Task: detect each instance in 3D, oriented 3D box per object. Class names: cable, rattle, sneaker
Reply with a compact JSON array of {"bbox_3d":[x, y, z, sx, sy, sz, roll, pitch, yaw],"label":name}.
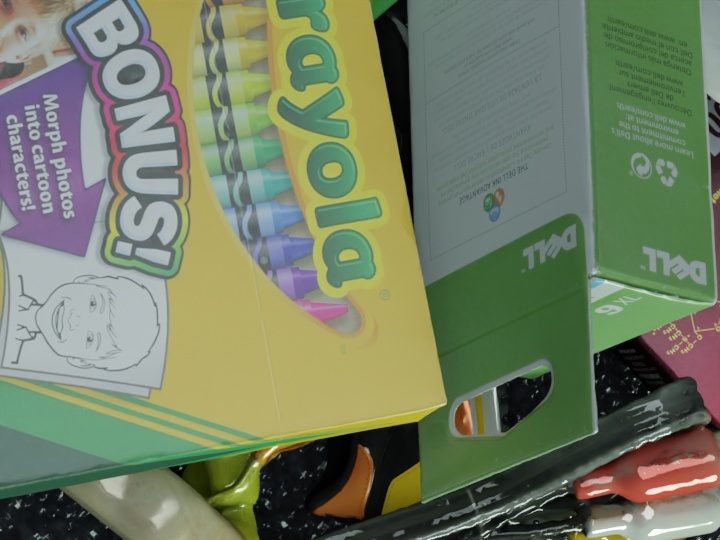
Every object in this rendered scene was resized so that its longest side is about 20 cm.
[{"bbox_3d":[0.062,0.094,0.855,0.199,0.097,0.051,-19,66,-16],"label":"cable"},{"bbox_3d":[-0.096,0.024,0.858,0.200,0.130,0.143,35,96,32],"label":"rattle"},{"bbox_3d":[0.000,0.000,0.897,0.089,0.070,0.202,-11,92,-9],"label":"sneaker"}]

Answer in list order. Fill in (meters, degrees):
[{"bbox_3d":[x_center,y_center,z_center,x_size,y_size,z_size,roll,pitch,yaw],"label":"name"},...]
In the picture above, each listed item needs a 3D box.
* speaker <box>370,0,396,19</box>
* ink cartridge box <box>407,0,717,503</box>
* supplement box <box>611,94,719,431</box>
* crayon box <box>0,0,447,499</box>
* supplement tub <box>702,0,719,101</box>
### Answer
[{"bbox_3d":[-0.047,-0.103,0.846,0.200,0.088,0.089,-41,92,-8],"label":"speaker"},{"bbox_3d":[0.070,-0.023,0.813,0.059,0.104,0.202,13,66,-32],"label":"ink cartridge box"},{"bbox_3d":[0.170,0.024,0.920,0.109,0.061,0.200,-43,93,-7],"label":"supplement box"},{"bbox_3d":[-0.075,-0.035,0.763,0.171,0.058,0.202,-10,83,-5],"label":"crayon box"},{"bbox_3d":[0.227,-0.100,0.859,0.199,0.140,0.141,19,85,-30],"label":"supplement tub"}]
